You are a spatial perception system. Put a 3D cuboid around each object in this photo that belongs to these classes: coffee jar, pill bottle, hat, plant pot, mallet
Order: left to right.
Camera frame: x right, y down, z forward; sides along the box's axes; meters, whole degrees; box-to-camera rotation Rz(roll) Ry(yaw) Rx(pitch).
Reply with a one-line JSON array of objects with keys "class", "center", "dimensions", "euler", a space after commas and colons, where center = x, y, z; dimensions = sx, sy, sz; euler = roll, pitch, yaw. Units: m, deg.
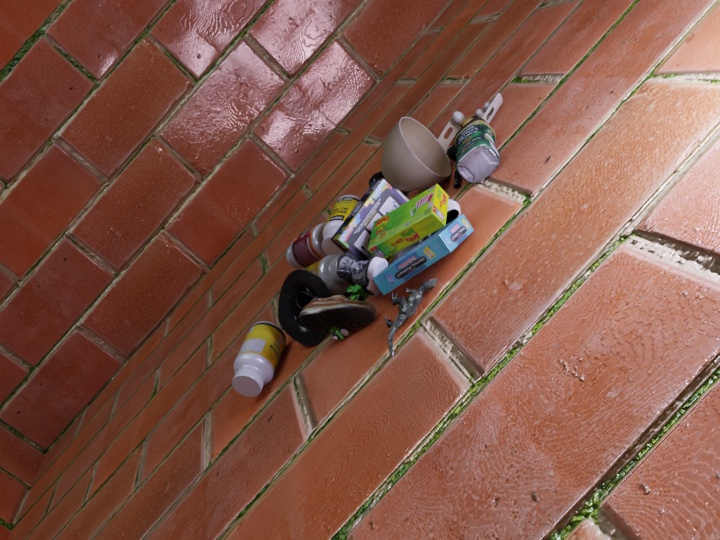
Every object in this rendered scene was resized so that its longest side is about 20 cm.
[{"class": "pill bottle", "center": [-0.278, 0.241, 1.880], "dimensions": [0.112, 0.112, 0.201], "euler": [-35, 23, 33]}, {"class": "hat", "center": [-0.128, 0.092, 1.822], "dimensions": [0.200, 0.202, 0.081], "euler": [-35, -11, 34]}, {"class": "pill bottle", "center": [-0.154, -0.071, 2.213], "dimensions": [0.199, 0.113, 0.114], "euler": [-24, 30, 50]}, {"class": "pill bottle", "center": [-0.089, 0.023, 1.888], "dimensions": [0.199, 0.113, 0.113], "euler": [-27, 27, 48]}, {"class": "pill bottle", "center": [-0.049, -0.130, 2.098], "dimensions": [0.112, 0.112, 0.201], "euler": [-33, 24, 37]}, {"class": "plant pot", "center": [0.134, -0.296, 1.893], "dimensions": [0.134, 0.200, 0.201], "euler": [-39, 20, 32]}, {"class": "mallet", "center": [0.265, -0.286, 1.835], "dimensions": [0.066, 0.041, 0.201], "euler": [-42, 24, 28]}, {"class": "coffee jar", "center": [0.289, -0.305, 1.736], "dimensions": [0.104, 0.085, 0.201], "euler": [-38, 21, 25]}]

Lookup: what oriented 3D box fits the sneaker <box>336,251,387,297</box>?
[{"class": "sneaker", "center": [0.000, 0.000, 1.627], "dimensions": [0.076, 0.113, 0.200], "euler": [-62, -9, -13]}]

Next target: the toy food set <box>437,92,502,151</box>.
[{"class": "toy food set", "center": [0.302, -0.421, 1.972], "dimensions": [0.144, 0.060, 0.199], "euler": [-56, 20, -24]}]

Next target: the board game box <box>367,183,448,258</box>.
[{"class": "board game box", "center": [0.110, -0.109, 1.604], "dimensions": [0.199, 0.048, 0.102], "euler": [-29, 33, 36]}]

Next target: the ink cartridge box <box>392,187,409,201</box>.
[{"class": "ink cartridge box", "center": [0.049, -0.135, 1.934], "dimensions": [0.200, 0.084, 0.144], "euler": [-47, 18, 0]}]

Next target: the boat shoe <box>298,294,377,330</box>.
[{"class": "boat shoe", "center": [-0.054, 0.090, 1.652], "dimensions": [0.198, 0.076, 0.074], "euler": [-5, 41, 25]}]

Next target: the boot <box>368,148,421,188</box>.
[{"class": "boot", "center": [0.125, -0.303, 2.030], "dimensions": [0.162, 0.074, 0.198], "euler": [-42, -7, 39]}]

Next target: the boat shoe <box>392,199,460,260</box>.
[{"class": "boat shoe", "center": [0.156, -0.087, 1.636], "dimensions": [0.199, 0.072, 0.066], "euler": [-36, 16, 10]}]

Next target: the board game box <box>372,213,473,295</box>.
[{"class": "board game box", "center": [0.139, -0.034, 1.523], "dimensions": [0.199, 0.047, 0.151], "euler": [-34, 2, 35]}]

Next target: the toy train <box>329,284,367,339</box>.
[{"class": "toy train", "center": [-0.021, 0.090, 1.720], "dimensions": [0.056, 0.042, 0.201], "euler": [-15, 37, 37]}]

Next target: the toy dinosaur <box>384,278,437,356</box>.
[{"class": "toy dinosaur", "center": [0.089, 0.088, 1.478], "dimensions": [0.088, 0.047, 0.201], "euler": [3, 57, 58]}]

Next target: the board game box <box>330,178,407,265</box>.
[{"class": "board game box", "center": [0.047, -0.101, 1.746], "dimensions": [0.201, 0.165, 0.057], "euler": [-53, 21, -14]}]
